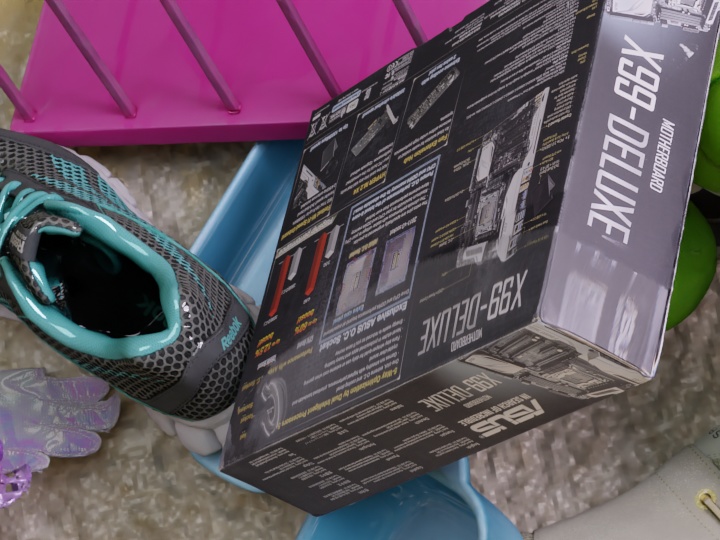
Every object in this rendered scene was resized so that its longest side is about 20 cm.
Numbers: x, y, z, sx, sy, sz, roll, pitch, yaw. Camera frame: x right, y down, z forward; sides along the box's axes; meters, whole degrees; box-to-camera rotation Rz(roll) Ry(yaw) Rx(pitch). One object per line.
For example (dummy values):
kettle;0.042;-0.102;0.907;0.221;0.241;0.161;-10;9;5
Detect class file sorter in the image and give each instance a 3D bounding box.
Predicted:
file sorter;-0.055;-0.142;1.051;0.199;0.126;0.140;-1;59;21

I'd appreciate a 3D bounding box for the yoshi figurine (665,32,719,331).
yoshi figurine;0.129;-0.029;0.955;0.200;0.112;0.112;-15;51;55

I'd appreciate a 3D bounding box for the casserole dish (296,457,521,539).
casserole dish;0.001;0.154;0.967;0.121;0.039;0.201;25;92;59

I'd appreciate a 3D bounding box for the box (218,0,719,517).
box;0.036;-0.014;0.932;0.050;0.200;0.158;27;59;-24

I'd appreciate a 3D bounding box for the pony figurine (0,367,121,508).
pony figurine;-0.184;0.096;1.010;0.192;0.200;0.167;-2;63;-5

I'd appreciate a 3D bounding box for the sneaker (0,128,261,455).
sneaker;-0.114;-0.009;1.027;0.200;0.091;0.078;30;84;27

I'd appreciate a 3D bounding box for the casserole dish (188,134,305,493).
casserole dish;0.000;0.000;1.065;0.121;0.039;0.200;27;78;20

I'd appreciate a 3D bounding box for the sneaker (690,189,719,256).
sneaker;0.186;-0.082;1.014;0.199;0.106;0.075;-29;68;2

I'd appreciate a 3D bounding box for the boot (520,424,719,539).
boot;0.133;0.158;0.964;0.154;0.072;0.201;-26;63;2
